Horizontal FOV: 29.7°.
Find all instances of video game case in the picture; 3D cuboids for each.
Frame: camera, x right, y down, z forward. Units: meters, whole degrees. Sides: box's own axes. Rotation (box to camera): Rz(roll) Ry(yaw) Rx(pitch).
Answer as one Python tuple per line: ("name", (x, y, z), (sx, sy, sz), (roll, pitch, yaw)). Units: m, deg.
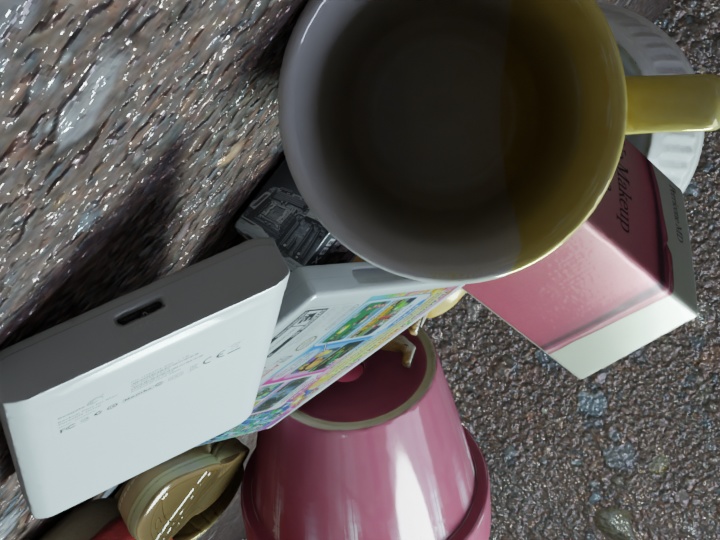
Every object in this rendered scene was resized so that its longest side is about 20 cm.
("video game case", (-0.049, 0.054, 0.831), (0.199, 0.024, 0.181), (-38, 163, 28))

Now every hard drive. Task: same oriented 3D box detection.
("hard drive", (-0.105, 0.058, 0.647), (0.131, 0.026, 0.200), (-25, 164, -19))

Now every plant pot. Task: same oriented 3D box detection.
("plant pot", (0.000, 0.136, 1.033), (0.200, 0.198, 0.181), (-46, 145, -36))

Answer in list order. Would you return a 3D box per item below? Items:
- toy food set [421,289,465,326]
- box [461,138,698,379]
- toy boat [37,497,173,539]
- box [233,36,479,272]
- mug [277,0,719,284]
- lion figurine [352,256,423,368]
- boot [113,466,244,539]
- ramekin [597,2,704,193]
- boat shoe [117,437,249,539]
("toy food set", (0.039, 0.024, 1.314), (0.202, 0.048, 0.198), (-63, -162, 9))
("box", (0.127, -0.041, 0.932), (0.109, 0.199, 0.129), (-33, -144, 34))
("toy boat", (-0.186, 0.249, 0.913), (0.131, 0.130, 0.200), (-54, 173, 32))
("box", (0.018, -0.086, 0.803), (0.201, 0.050, 0.158), (-52, 174, 6))
("mug", (0.057, -0.067, 0.646), (0.151, 0.185, 0.153), (-60, -179, 5))
("lion figurine", (-0.001, -0.007, 0.979), (0.073, 0.121, 0.201), (97, 15, -52))
("boot", (-0.180, 0.228, 1.107), (0.200, 0.073, 0.156), (-47, 172, -23))
("ramekin", (0.166, -0.115, 1.079), (0.201, 0.200, 0.105), (-52, 164, 19))
("boat shoe", (-0.135, 0.139, 0.942), (0.072, 0.064, 0.200), (-53, 173, 3))
